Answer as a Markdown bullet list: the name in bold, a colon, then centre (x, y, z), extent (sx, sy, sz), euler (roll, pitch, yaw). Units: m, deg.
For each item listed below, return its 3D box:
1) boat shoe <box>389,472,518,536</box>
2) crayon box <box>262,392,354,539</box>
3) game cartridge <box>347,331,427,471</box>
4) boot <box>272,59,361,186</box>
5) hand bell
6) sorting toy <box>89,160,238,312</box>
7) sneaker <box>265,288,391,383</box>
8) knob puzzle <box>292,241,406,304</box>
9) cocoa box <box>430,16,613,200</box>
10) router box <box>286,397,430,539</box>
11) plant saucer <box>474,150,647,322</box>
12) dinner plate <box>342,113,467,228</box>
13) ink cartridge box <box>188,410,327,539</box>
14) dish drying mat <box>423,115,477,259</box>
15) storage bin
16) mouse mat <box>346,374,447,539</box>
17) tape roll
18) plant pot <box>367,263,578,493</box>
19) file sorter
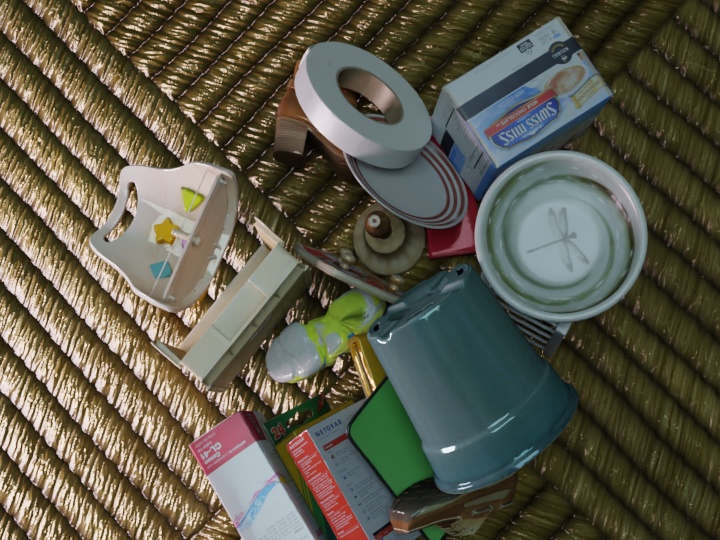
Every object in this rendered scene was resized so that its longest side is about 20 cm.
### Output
- **boat shoe**: centre (0.123, 0.282, 1.203), extent (0.197, 0.075, 0.076), euler (-13, 96, -37)
- **crayon box**: centre (-0.026, 0.254, 1.286), extent (0.051, 0.126, 0.202), euler (-40, 78, 39)
- **game cartridge**: centre (0.094, 0.148, 1.294), extent (0.197, 0.032, 0.180), euler (-13, 78, -35)
- **boot**: centre (-0.020, -0.209, 1.406), extent (0.196, 0.077, 0.158), euler (12, 69, 3)
- **hand bell**: centre (0.027, -0.054, 1.296), extent (0.102, 0.200, 0.107), euler (-1, 85, 8)
- **sorting toy**: centre (-0.277, -0.060, 1.374), extent (0.177, 0.107, 0.203), euler (22, 81, 14)
- **sneaker**: centre (-0.033, 0.094, 1.346), extent (0.198, 0.104, 0.077), euler (-31, 68, 28)
- **knob puzzle**: centre (0.000, 0.000, 1.280), extent (0.216, 0.220, 0.031), euler (27, 94, 7)
- **cocoa box**: centre (0.212, -0.214, 1.347), extent (0.198, 0.134, 0.132), euler (-32, 80, -12)
- **router box**: centre (0.026, 0.254, 1.257), extent (0.049, 0.198, 0.181), euler (-39, 77, 38)
- **plant saucer**: centre (0.232, -0.036, 1.166), extent (0.195, 0.050, 0.205), euler (-2, 76, 7)
- **dinner plate**: centre (0.056, -0.128, 1.329), extent (0.200, 0.199, 0.024), euler (47, 127, 9)
- **ink cartridge box**: centre (-0.122, 0.285, 1.272), extent (0.085, 0.148, 0.202), euler (-30, 79, -1)
- **dish drying mat**: centre (0.122, -0.119, 1.403), extent (0.075, 0.018, 0.205), euler (-6, 80, 1)
- **storage bin**: centre (-0.159, 0.051, 1.293), extent (0.093, 0.199, 0.201), euler (39, 84, 5)
- **mouse mat**: centre (0.080, 0.213, 1.231), extent (0.161, 0.007, 0.201), euler (-46, 110, -32)
- **tape roll**: centre (0.004, -0.222, 1.331), extent (0.203, 0.202, 0.037), euler (46, 128, 9)
- **plant pot**: centre (0.117, 0.114, 1.158), extent (0.199, 0.200, 0.198), euler (-35, 98, -4)
- **file sorter**: centre (0.229, 0.009, 1.285), extent (0.123, 0.200, 0.141), euler (27, 81, 11)
